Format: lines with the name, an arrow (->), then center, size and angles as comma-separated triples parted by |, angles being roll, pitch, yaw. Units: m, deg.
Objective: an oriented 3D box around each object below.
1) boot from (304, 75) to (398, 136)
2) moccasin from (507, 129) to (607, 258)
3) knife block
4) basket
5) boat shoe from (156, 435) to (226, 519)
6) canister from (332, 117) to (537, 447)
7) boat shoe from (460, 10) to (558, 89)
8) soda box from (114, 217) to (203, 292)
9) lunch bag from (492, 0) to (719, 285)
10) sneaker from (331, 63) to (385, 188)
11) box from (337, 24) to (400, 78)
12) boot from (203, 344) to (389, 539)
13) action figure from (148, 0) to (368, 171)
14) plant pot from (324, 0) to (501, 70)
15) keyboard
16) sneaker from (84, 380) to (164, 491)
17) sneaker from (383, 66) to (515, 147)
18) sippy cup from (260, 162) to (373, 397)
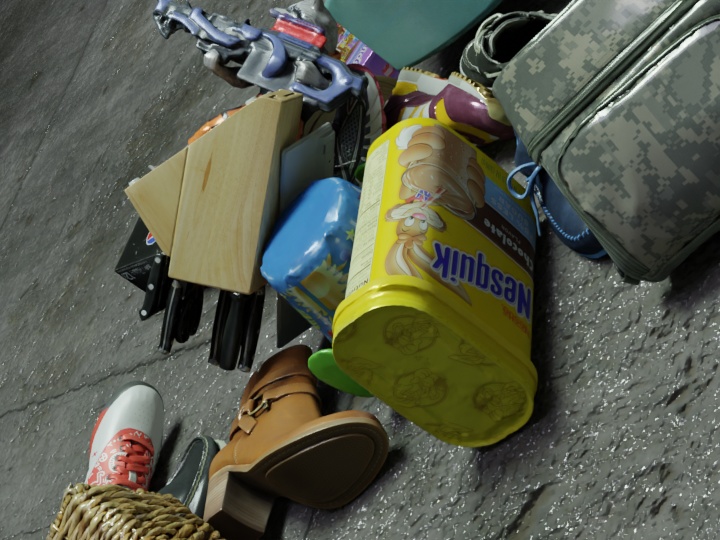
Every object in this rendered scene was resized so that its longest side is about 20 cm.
boot -> -0.047, -0.090, 1.641 | 0.200, 0.072, 0.155 | -26, -21, -23
moccasin -> 0.138, -0.079, 1.332 | 0.080, 0.068, 0.200 | -46, 30, 15
knife block -> -0.092, -0.020, 1.430 | 0.200, 0.176, 0.064 | -33, 3, 17
basket -> -0.163, 0.278, 1.354 | 0.149, 0.143, 0.200 | 29, 97, 41
boat shoe -> -0.171, 0.220, 1.511 | 0.072, 0.068, 0.200 | -2, 55, 60
canister -> 0.058, 0.003, 1.285 | 0.087, 0.148, 0.200 | -36, 30, 34
boat shoe -> 0.129, -0.180, 1.475 | 0.071, 0.064, 0.200 | -60, 25, -10
soda box -> -0.156, -0.029, 1.780 | 0.200, 0.063, 0.071 | -17, 44, 51
lunch bag -> 0.209, -0.108, 1.173 | 0.200, 0.139, 0.168 | -42, 64, 27
sneaker -> -0.028, -0.075, 1.526 | 0.081, 0.074, 0.200 | -128, 52, -76
box -> -0.018, -0.182, 1.755 | 0.200, 0.039, 0.137 | -54, 25, 2
boot -> -0.048, 0.116, 1.421 | 0.200, 0.074, 0.155 | -32, 30, 35
action figure -> -0.090, -0.143, 1.497 | 0.200, 0.105, 0.194 | 32, 89, 19
plant pot -> 0.069, -0.281, 1.576 | 0.200, 0.141, 0.141 | -48, 9, 32
keyboard -> -0.046, -0.025, 1.467 | 0.056, 0.200, 0.011 | -29, 49, -34
sneaker -> -0.204, 0.194, 1.597 | 0.108, 0.067, 0.202 | -1, 61, 58
sneaker -> 0.070, -0.110, 1.496 | 0.090, 0.075, 0.200 | -65, 20, 0
sippy cup -> 0.000, 0.000, 1.405 | 0.140, 0.130, 0.178 | -50, 27, 12
